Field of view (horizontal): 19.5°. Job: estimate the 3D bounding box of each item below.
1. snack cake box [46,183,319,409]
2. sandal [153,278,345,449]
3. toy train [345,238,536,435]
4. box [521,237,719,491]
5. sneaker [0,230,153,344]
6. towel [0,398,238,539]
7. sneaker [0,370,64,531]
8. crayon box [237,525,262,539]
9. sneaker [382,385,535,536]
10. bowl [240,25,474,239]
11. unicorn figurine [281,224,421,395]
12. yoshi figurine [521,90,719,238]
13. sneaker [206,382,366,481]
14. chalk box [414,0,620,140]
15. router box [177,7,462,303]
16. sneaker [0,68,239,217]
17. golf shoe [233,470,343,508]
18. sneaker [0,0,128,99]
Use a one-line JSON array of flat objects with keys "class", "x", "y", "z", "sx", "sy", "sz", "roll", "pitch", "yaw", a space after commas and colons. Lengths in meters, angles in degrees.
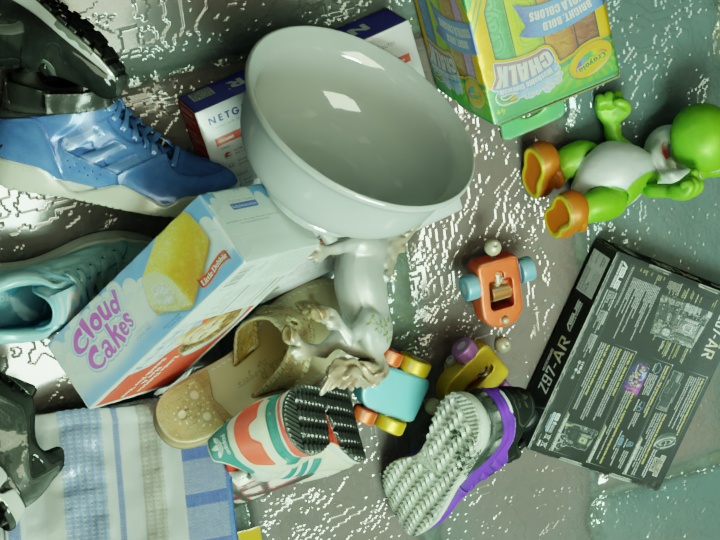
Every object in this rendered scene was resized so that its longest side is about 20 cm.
[{"class": "snack cake box", "x": -0.139, "y": 0.019, "z": 1.655, "sx": 0.200, "sy": 0.067, "sz": 0.115, "roll": -42, "pitch": 167, "yaw": 28}, {"class": "sandal", "x": -0.075, "y": 0.069, "z": 1.711, "sx": 0.211, "sy": 0.070, "sz": 0.078, "roll": -35, "pitch": 82, "yaw": -23}, {"class": "toy train", "x": 0.064, "y": 0.058, "z": 1.844, "sx": 0.198, "sy": 0.056, "sz": 0.152, "roll": -21, "pitch": 113, "yaw": -18}, {"class": "box", "x": 0.247, "y": 0.089, "z": 1.938, "sx": 0.159, "sy": 0.044, "sz": 0.202, "roll": 18, "pitch": 101, "yaw": -28}, {"class": "sneaker", "x": -0.238, "y": 0.024, "z": 1.678, "sx": 0.198, "sy": 0.082, "sz": 0.075, "roll": -16, "pitch": 116, "yaw": -21}, {"class": "towel", "x": -0.202, "y": 0.176, "z": 1.708, "sx": 0.198, "sy": 0.024, "sz": 0.148, "roll": -7, "pitch": 70, "yaw": -3}, {"class": "sneaker", "x": -0.308, "y": 0.103, "z": 1.674, "sx": 0.090, "sy": 0.066, "sz": 0.201, "roll": -38, "pitch": 95, "yaw": -24}, {"class": "crayon box", "x": -0.178, "y": 0.265, "z": 1.775, "sx": 0.198, "sy": 0.051, "sz": 0.128, "roll": -10, "pitch": 128, "yaw": -7}, {"class": "sneaker", "x": 0.095, "y": 0.165, "z": 1.845, "sx": 0.099, "sy": 0.070, "sz": 0.200, "roll": -16, "pitch": 156, "yaw": -34}, {"class": "bowl", "x": -0.017, "y": -0.091, "z": 1.637, "sx": 0.199, "sy": 0.202, "sz": 0.091, "roll": 13, "pitch": 131, "yaw": -27}, {"class": "unicorn figurine", "x": 0.000, "y": 0.000, "z": 1.713, "sx": 0.136, "sy": 0.074, "sz": 0.202, "roll": 6, "pitch": 93, "yaw": -41}, {"class": "yoshi figurine", "x": 0.249, "y": -0.100, "z": 1.837, "sx": 0.198, "sy": 0.112, "sz": 0.114, "roll": -16, "pitch": 108, "yaw": -21}, {"class": "sneaker", "x": -0.063, "y": 0.136, "z": 1.719, "sx": 0.093, "sy": 0.200, "sz": 0.071, "roll": -17, "pitch": 80, "yaw": 15}, {"class": "chalk box", "x": 0.127, "y": -0.203, "z": 1.732, "sx": 0.124, "sy": 0.124, "sz": 0.202, "roll": -24, "pitch": 116, "yaw": -14}, {"class": "router box", "x": -0.030, "y": -0.096, "z": 1.746, "sx": 0.199, "sy": 0.049, "sz": 0.181, "roll": -24, "pitch": 116, "yaw": -14}, {"class": "sneaker", "x": -0.187, "y": -0.111, "z": 1.639, "sx": 0.198, "sy": 0.077, "sz": 0.112, "roll": 9, "pitch": 109, "yaw": -4}, {"class": "golf shoe", "x": -0.098, "y": 0.165, "z": 1.811, "sx": 0.198, "sy": 0.078, "sz": 0.088, "roll": -2, "pitch": 137, "yaw": -27}, {"class": "sneaker", "x": -0.270, "y": -0.178, "z": 1.580, "sx": 0.199, "sy": 0.076, "sz": 0.088, "roll": 37, "pitch": 99, "yaw": -2}]
